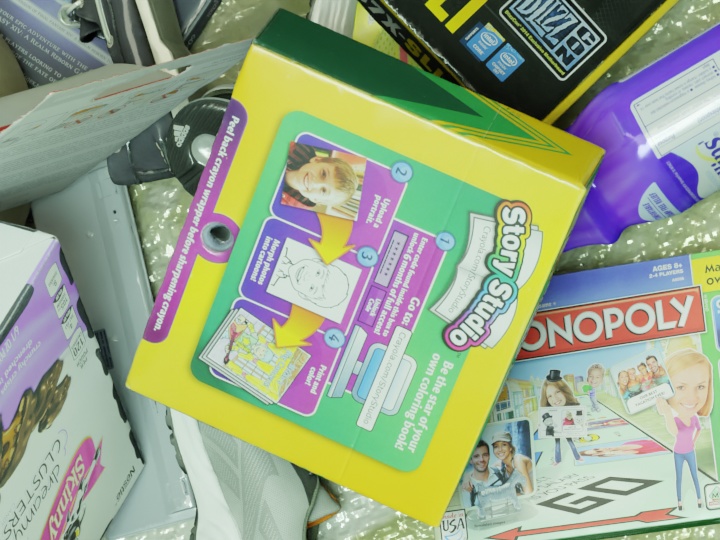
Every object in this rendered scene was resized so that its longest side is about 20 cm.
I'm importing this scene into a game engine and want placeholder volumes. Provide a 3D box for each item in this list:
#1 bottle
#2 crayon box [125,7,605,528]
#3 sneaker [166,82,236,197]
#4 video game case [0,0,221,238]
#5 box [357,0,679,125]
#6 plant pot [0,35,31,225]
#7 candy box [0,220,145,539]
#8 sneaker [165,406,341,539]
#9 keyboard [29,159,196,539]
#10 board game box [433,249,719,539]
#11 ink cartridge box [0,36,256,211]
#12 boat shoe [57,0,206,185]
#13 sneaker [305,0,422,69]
[{"bbox_3d":[0.152,-0.066,1.452,0.200,0.084,0.065,-30,63,10],"label":"bottle"},{"bbox_3d":[0.000,0.000,1.410,0.172,0.058,0.200,24,116,3],"label":"crayon box"},{"bbox_3d":[0.007,-0.042,1.489,0.200,0.115,0.076,33,118,3],"label":"sneaker"},{"bbox_3d":[-0.164,-0.137,1.608,0.143,0.019,0.200,34,91,21],"label":"video game case"},{"bbox_3d":[0.066,-0.183,1.470,0.160,0.049,0.200,-43,91,-7],"label":"box"},{"bbox_3d":[-0.293,-0.065,1.561,0.200,0.134,0.201,-2,85,26],"label":"plant pot"},{"bbox_3d":[-0.192,0.097,1.438,0.071,0.200,0.168,15,58,21],"label":"candy box"},{"bbox_3d":[-0.055,0.097,1.505,0.079,0.074,0.201,-14,82,6],"label":"sneaker"},{"bbox_3d":[-0.133,0.041,1.560,0.056,0.011,0.200,-17,81,21],"label":"keyboard"},{"bbox_3d":[0.129,0.066,1.466,0.200,0.029,0.135,-10,78,17],"label":"board game box"},{"bbox_3d":[-0.159,-0.078,1.436,0.200,0.161,0.050,-34,81,44],"label":"ink cartridge box"},{"bbox_3d":[-0.135,-0.140,1.552,0.063,0.073,0.200,-22,79,10],"label":"boat shoe"},{"bbox_3d":[0.039,-0.185,1.526,0.090,0.078,0.200,16,89,10],"label":"sneaker"}]
